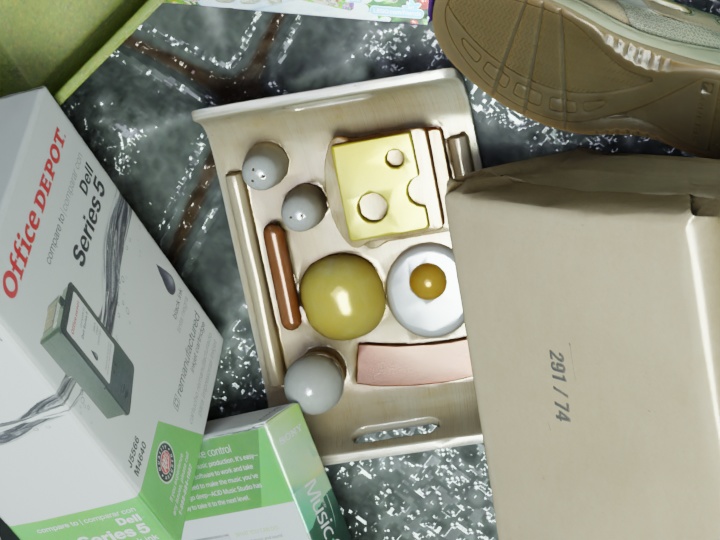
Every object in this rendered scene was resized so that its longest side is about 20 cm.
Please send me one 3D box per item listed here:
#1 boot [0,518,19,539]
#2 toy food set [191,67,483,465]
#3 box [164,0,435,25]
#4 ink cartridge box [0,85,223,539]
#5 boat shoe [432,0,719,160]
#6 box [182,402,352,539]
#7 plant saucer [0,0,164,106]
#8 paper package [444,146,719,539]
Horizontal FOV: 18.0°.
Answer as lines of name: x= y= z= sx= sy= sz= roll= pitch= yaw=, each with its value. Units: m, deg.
boot: x=-0.211 y=0.093 z=1.208 sx=0.073 sy=0.151 sz=0.201 roll=-15 pitch=101 yaw=12
toy food set: x=0.000 y=0.000 z=1.200 sx=0.143 sy=0.060 sz=0.201 roll=-9 pitch=103 yaw=11
box: x=-0.055 y=-0.204 z=1.169 sx=0.199 sy=0.039 sz=0.137 roll=6 pitch=106 yaw=7
ink cartridge box: x=-0.159 y=0.032 z=1.143 sx=0.084 sy=0.146 sz=0.200 roll=-13 pitch=133 yaw=22
boat shoe: x=0.135 y=-0.110 z=1.152 sx=0.199 sy=0.065 sz=0.072 roll=17 pitch=130 yaw=12
box: x=-0.060 y=0.177 z=1.239 sx=0.144 sy=0.036 sz=0.201 roll=-13 pitch=104 yaw=37
plant saucer: x=-0.169 y=-0.189 z=1.150 sx=0.200 sy=0.048 sz=0.200 roll=-39 pitch=80 yaw=33
paper package: x=0.145 y=0.048 z=1.120 sx=0.103 sy=0.190 sz=0.201 roll=-17 pitch=105 yaw=-33
